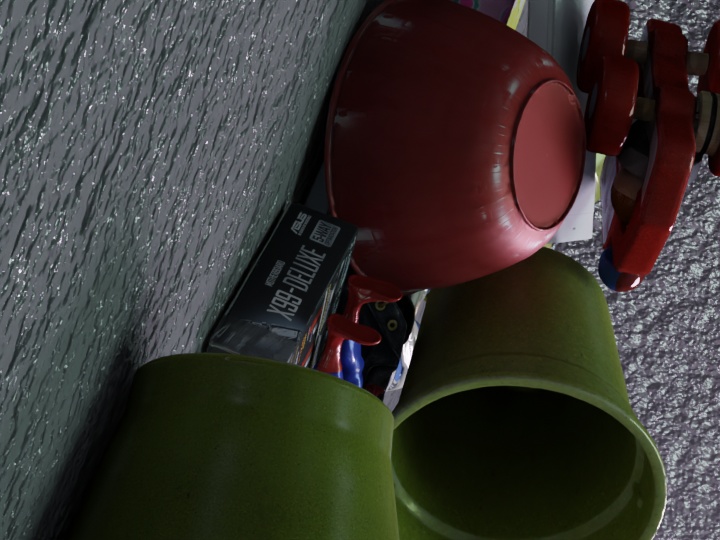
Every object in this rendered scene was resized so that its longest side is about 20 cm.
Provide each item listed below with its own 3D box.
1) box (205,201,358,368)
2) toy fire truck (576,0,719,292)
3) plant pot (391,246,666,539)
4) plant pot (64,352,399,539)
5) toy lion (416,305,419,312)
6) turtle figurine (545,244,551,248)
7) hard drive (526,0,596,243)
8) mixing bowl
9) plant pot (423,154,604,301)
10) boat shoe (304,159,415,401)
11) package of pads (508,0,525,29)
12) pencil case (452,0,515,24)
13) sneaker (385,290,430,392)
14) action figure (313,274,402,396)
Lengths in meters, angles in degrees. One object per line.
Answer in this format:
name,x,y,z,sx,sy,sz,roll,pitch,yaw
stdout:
box,-0.064,0.084,1.445,0.158,0.049,0.201,-62,170,-52
toy fire truck,0.197,-0.079,1.603,0.200,0.111,0.169,-86,-174,-57
plant pot,0.104,0.087,1.587,0.185,0.199,0.201,-83,-173,-51
plant pot,-0.061,0.148,1.116,0.201,0.199,0.194,94,5,-71
toy lion,-0.001,0.072,1.913,0.192,0.068,0.201,118,-16,-78
turtle figurine,0.108,-0.011,1.740,0.200,0.064,0.162,-83,-164,-66
hard drive,0.142,-0.122,1.657,0.132,0.026,0.202,-8,101,-71
mixing bowl,0.076,-0.077,1.511,0.200,0.108,0.202,-17,111,-55
plant pot,0.105,-0.068,2.005,0.190,0.199,0.200,-55,170,-19
boat shoe,0.000,0.000,1.565,0.071,0.090,0.201,-61,169,-60
package of pads,0.081,-0.195,1.787,0.155,0.068,0.201,87,25,-73
pencil case,0.067,-0.174,1.637,0.087,0.087,0.201,28,81,-84
sneaker,0.000,0.025,1.724,0.085,0.077,0.201,-32,136,-26
action figure,-0.014,0.093,1.475,0.066,0.051,0.201,-70,179,-45
